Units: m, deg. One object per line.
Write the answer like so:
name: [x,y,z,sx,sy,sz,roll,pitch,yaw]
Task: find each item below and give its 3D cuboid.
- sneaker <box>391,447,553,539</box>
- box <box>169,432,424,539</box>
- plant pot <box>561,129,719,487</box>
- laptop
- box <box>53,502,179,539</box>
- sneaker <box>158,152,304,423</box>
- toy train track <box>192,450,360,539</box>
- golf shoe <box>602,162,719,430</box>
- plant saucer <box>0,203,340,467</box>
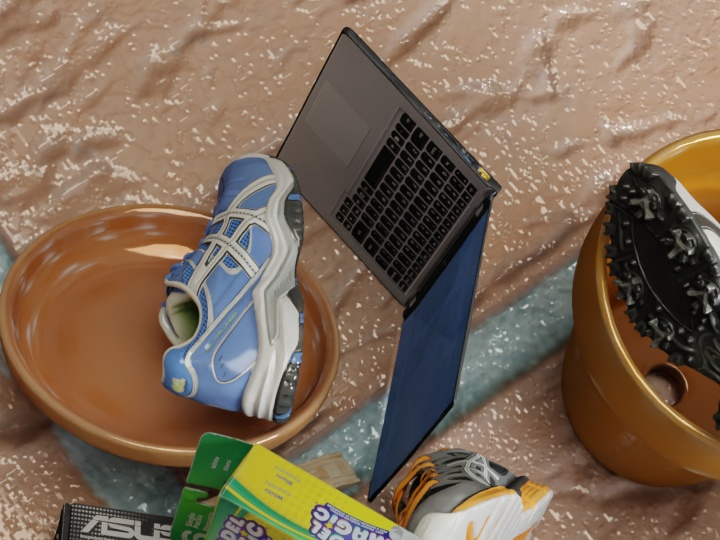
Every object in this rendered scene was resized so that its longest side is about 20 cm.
sneaker: [0.050,0.141,1.461,0.077,0.200,0.079,32,95,12]
box: [-0.016,0.173,1.382,0.199,0.118,0.048,30,49,9]
plant pot: [0.205,0.043,1.528,0.199,0.183,0.202,5,68,-13]
laptop: [0.000,0.000,1.487,0.116,0.187,0.200,-40,83,-26]
box: [-0.077,0.219,1.431,0.198,0.044,0.161,10,48,-11]
sneaker: [-0.074,0.001,1.453,0.076,0.076,0.201,5,39,-8]
toy train track: [-0.071,0.091,1.490,0.114,0.033,0.200,-19,60,-31]
golf shoe: [0.210,0.023,1.405,0.094,0.078,0.201,-25,79,-40]
plant saucer: [-0.111,0.042,1.483,0.199,0.038,0.201,8,42,-8]
